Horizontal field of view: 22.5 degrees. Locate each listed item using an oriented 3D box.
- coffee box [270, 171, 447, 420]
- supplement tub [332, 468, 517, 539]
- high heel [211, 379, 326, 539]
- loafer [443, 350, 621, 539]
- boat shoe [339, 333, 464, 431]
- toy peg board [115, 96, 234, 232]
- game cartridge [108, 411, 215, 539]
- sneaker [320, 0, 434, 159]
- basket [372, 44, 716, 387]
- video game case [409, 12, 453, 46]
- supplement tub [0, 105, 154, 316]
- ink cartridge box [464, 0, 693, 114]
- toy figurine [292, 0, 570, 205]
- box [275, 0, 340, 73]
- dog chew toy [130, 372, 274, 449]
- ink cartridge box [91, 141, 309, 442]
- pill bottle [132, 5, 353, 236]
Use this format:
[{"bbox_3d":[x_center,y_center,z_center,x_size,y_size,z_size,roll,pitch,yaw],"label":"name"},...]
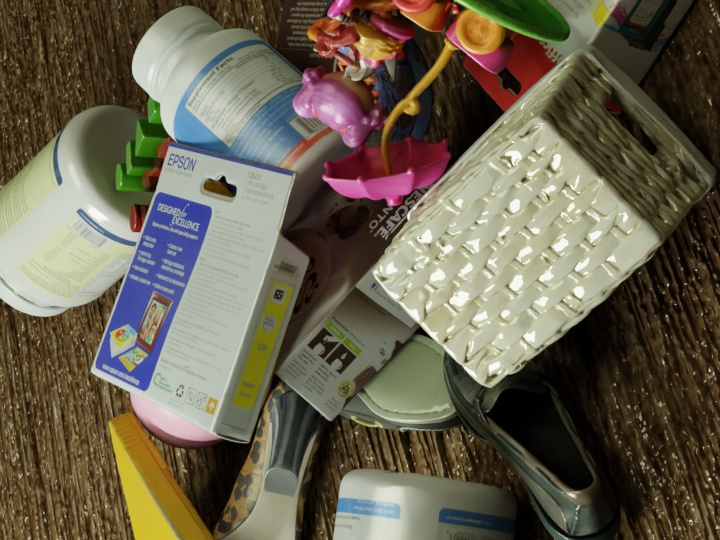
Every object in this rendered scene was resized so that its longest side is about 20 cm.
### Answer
[{"bbox_3d":[0.000,0.000,1.405,0.200,0.080,0.113,-47,39,0],"label":"coffee box"},{"bbox_3d":[0.038,0.248,1.291,0.132,0.132,0.201,-2,76,51],"label":"supplement tub"},{"bbox_3d":[-0.076,0.183,1.538,0.143,0.071,0.200,-78,10,-51],"label":"high heel"},{"bbox_3d":[0.120,0.104,1.272,0.072,0.063,0.200,-27,51,-11],"label":"loafer"},{"bbox_3d":[0.023,0.089,1.421,0.201,0.061,0.072,14,65,47],"label":"boat shoe"},{"bbox_3d":[-0.150,-0.051,1.599,0.200,0.097,0.200,128,140,-59],"label":"toy peg board"},{"bbox_3d":[-0.155,0.243,1.543,0.200,0.032,0.177,-129,25,-47],"label":"game cartridge"},{"bbox_3d":[0.003,-0.169,1.369,0.075,0.078,0.201,0,95,46],"label":"sneaker"},{"bbox_3d":[0.121,-0.031,1.239,0.200,0.136,0.123,-44,3,35],"label":"basket"},{"bbox_3d":[0.106,-0.285,1.400,0.200,0.023,0.182,-40,26,42],"label":"video game case"},{"bbox_3d":[-0.273,-0.054,1.768,0.200,0.145,0.146,-36,52,39],"label":"supplement tub"},{"bbox_3d":[0.170,-0.199,1.319,0.200,0.067,0.116,-58,40,21],"label":"ink cartridge box"},{"bbox_3d":[0.018,-0.142,1.287,0.200,0.150,0.184,32,110,6],"label":"toy figurine"},{"bbox_3d":[-0.011,-0.227,1.542,0.100,0.075,0.201,14,92,53],"label":"box"},{"bbox_3d":[-0.144,0.097,1.567,0.200,0.124,0.125,123,148,-66],"label":"dog chew toy"},{"bbox_3d":[-0.118,0.012,1.402,0.197,0.047,0.201,18,86,54],"label":"ink cartridge box"},{"bbox_3d":[-0.091,-0.125,1.472,0.200,0.112,0.112,42,114,25],"label":"pill bottle"}]
